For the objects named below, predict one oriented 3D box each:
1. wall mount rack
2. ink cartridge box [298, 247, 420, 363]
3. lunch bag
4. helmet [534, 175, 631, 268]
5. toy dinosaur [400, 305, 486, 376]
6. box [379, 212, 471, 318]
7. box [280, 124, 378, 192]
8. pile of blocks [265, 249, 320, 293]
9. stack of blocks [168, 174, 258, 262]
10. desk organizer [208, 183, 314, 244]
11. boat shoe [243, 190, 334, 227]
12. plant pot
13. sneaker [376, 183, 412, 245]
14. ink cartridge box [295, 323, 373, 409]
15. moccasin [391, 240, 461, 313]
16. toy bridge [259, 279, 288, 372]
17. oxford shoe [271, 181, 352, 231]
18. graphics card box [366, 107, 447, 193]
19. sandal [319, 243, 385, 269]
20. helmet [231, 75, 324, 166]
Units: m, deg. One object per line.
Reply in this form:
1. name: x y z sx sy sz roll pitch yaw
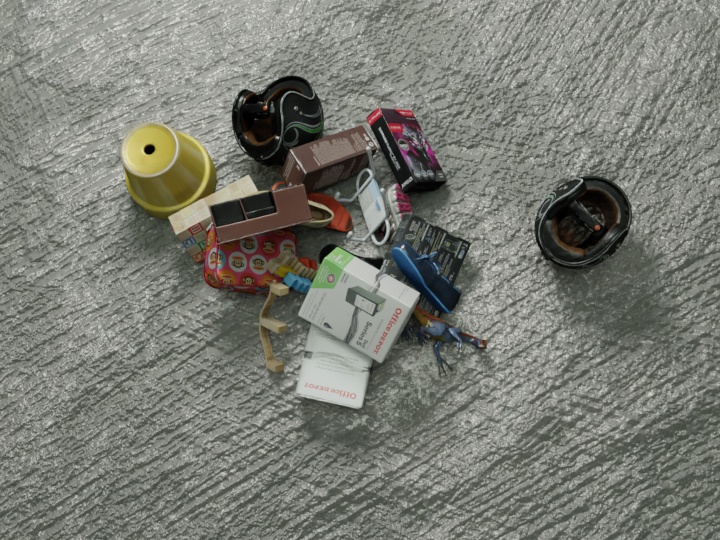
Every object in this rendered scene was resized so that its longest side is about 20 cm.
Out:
1. wall mount rack: 0.016 -0.160 1.534 0.074 0.174 0.200 5 53 -34
2. ink cartridge box: -0.002 0.069 1.434 0.200 0.084 0.146 29 113 7
3. lunch bag: -0.236 -0.040 1.544 0.200 0.082 0.177 10 75 -33
4. helmet: 0.471 -0.101 1.511 0.200 0.191 0.201 6 105 23
5. toy dinosaur: 0.185 0.127 1.502 0.181 0.105 0.201 -8 88 -37
6. box: 0.129 -0.002 1.535 0.160 0.044 0.200 24 87 -19
7. box: -0.070 -0.244 1.584 0.200 0.100 0.075 -26 75 -30
8. pile of blocks: -0.102 0.013 1.521 0.200 0.082 0.062 24 119 -30
9. stack of blocks: -0.309 -0.114 1.584 0.200 0.115 0.059 -29 56 -6
10. desk organizer: -0.204 -0.117 1.448 0.199 0.072 0.077 -15 101 -12
11. boat shoe: -0.156 -0.133 1.526 0.199 0.063 0.074 4 90 -17
12. plant pot: -0.441 -0.235 1.587 0.200 0.189 0.201 -1 76 2
13. sneaker: 0.074 -0.089 1.593 0.087 0.074 0.200 -9 96 37
14. ink cartridge box: -0.045 0.186 1.524 0.144 0.084 0.201 12 76 6
15. moccasin: 0.138 0.004 1.485 0.068 0.080 0.200 -48 122 -14
16. toy bridge: -0.189 0.115 1.530 0.067 0.027 0.201 20 113 39
17. oxford shoe: -0.113 -0.137 1.619 0.200 0.073 0.071 26 64 -9
18. graphics card box: 0.106 -0.273 1.609 0.051 0.125 0.200 -34 73 39
19. sandal: -0.001 0.000 1.575 0.200 0.043 0.076 16 108 11
20. helmet: -0.174 -0.335 1.600 0.200 0.191 0.201 9 108 30
